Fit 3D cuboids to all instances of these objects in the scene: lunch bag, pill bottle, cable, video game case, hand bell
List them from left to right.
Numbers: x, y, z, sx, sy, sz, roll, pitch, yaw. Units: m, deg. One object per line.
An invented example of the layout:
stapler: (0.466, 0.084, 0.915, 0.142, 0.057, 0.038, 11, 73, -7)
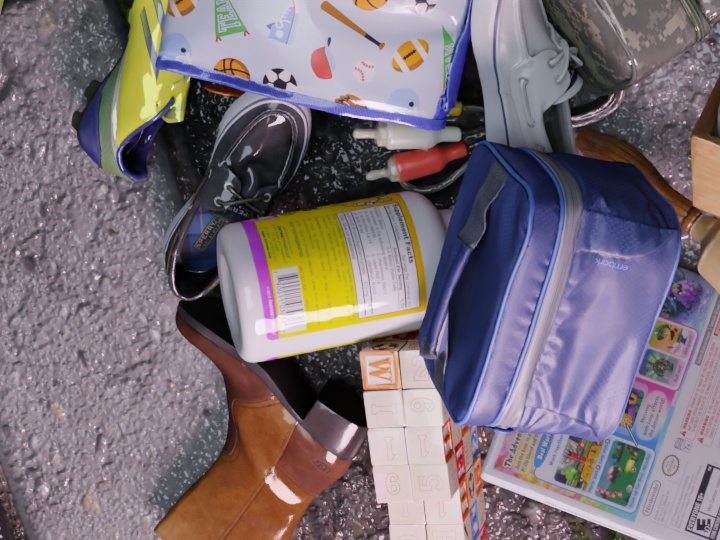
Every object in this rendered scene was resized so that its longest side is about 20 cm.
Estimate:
lunch bag: (-0.018, -0.196, 1.192, 0.200, 0.124, 0.170, 14, 106, 11)
pill bottle: (0.000, 0.000, 1.287, 0.200, 0.104, 0.104, -10, 100, -11)
cable: (0.096, -0.100, 1.283, 0.200, 0.050, 0.097, -4, 117, 6)
lunch bag: (0.112, 0.018, 1.180, 0.132, 0.136, 0.200, 10, 111, -17)
lunch bag: (0.188, -0.245, 1.197, 0.168, 0.139, 0.200, -34, 93, -9)
video game case: (0.206, 0.091, 1.272, 0.182, 0.024, 0.200, 20, 75, 10)
hand bell: (0.235, -0.041, 1.259, 0.200, 0.104, 0.104, 41, 110, 23)

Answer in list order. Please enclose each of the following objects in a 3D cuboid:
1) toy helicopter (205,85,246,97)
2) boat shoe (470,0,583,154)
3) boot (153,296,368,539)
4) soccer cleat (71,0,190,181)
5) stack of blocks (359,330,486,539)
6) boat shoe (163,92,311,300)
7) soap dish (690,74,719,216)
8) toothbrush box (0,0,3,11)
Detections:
toy helicopter: (-0.027, -0.161, 1.306, 0.200, 0.079, 0.132, 31, 102, -6)
boat shoe: (0.122, -0.137, 1.203, 0.065, 0.074, 0.200, 10, 136, 23)
boot: (-0.109, 0.140, 1.411, 0.188, 0.068, 0.200, 34, 116, -2)
soccer cleat: (-0.150, -0.158, 1.337, 0.084, 0.065, 0.200, 41, 116, 21)
stack of blocks: (0.051, 0.143, 1.327, 0.058, 0.115, 0.200, -3, 102, 16)
boat shoe: (-0.097, -0.053, 1.318, 0.070, 0.066, 0.200, 24, 128, -21)
soap dish: (0.326, -0.068, 1.190, 0.200, 0.157, 0.081, 22, 121, 10)
toothbrush box: (-0.326, -0.259, 1.324, 0.086, 0.146, 0.200, 19, 107, 10)
